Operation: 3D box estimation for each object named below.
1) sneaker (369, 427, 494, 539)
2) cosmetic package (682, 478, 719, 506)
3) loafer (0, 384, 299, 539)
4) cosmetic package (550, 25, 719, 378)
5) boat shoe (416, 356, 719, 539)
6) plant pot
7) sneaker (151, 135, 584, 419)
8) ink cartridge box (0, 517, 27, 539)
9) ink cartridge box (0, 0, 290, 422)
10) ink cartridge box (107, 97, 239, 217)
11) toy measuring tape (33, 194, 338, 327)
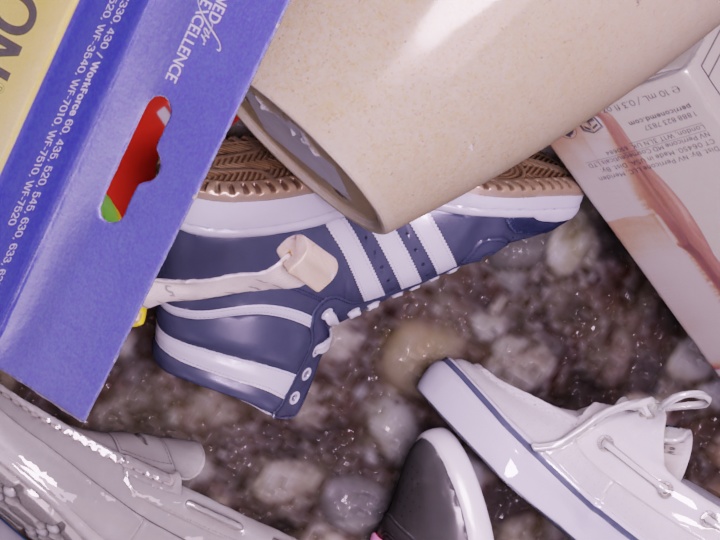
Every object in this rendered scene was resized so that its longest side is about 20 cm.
[{"bbox_3d":[0.000,0.170,0.851,0.099,0.071,0.201,-2,110,-25],"label":"sneaker"},{"bbox_3d":[0.218,0.236,0.899,0.199,0.167,0.167,30,94,-26],"label":"cosmetic package"},{"bbox_3d":[-0.096,0.098,0.803,0.200,0.070,0.070,39,66,-19],"label":"loafer"},{"bbox_3d":[0.175,-0.035,0.831,0.200,0.087,0.104,52,49,-23],"label":"cosmetic package"},{"bbox_3d":[0.121,0.086,0.826,0.086,0.202,0.075,-50,158,-3],"label":"boat shoe"},{"bbox_3d":[0.042,-0.117,0.711,0.200,0.187,0.187,-48,115,-7],"label":"plant pot"},{"bbox_3d":[0.000,0.000,0.806,0.199,0.070,0.109,-4,117,-28],"label":"sneaker"},{"bbox_3d":[-0.190,0.210,0.785,0.200,0.084,0.145,-46,115,-3],"label":"ink cartridge box"},{"bbox_3d":[-0.148,-0.074,0.669,0.199,0.047,0.198,31,106,13],"label":"ink cartridge box"},{"bbox_3d":[-0.075,-0.117,0.755,0.162,0.057,0.200,-37,110,-7],"label":"ink cartridge box"},{"bbox_3d":[-0.097,-0.015,0.724,0.199,0.074,0.074,-8,115,29],"label":"toy measuring tape"}]
